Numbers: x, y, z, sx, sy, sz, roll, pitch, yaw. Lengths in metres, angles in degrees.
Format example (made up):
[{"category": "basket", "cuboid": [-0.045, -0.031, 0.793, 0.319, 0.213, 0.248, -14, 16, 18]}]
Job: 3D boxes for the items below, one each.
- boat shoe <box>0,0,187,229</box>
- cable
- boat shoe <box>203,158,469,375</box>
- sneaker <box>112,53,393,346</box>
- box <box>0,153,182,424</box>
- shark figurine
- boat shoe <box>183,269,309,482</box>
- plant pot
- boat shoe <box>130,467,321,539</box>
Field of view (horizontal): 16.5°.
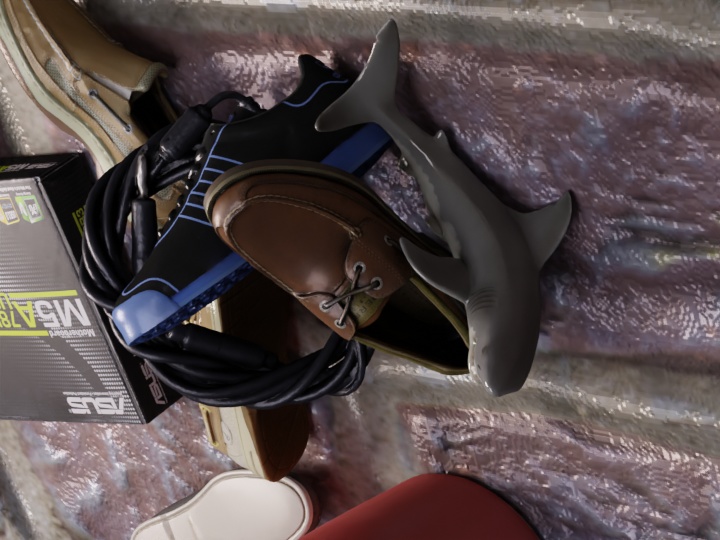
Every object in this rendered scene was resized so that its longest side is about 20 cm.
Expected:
[{"category": "boat shoe", "cuboid": [-0.152, -0.115, 1.563, 0.076, 0.072, 0.200, -28, 106, 36]}, {"category": "cable", "cuboid": [-0.075, 0.003, 1.509, 0.200, 0.163, 0.051, 52, 178, -2]}, {"category": "boat shoe", "cuboid": [0.000, 0.000, 1.413, 0.072, 0.200, 0.068, -46, 40, 26]}, {"category": "sneaker", "cuboid": [-0.078, -0.042, 1.460, 0.078, 0.200, 0.070, 50, 176, 5]}, {"category": "box", "cuboid": [-0.236, 0.016, 1.747, 0.200, 0.047, 0.194, -1, 116, 45]}, {"category": "shark figurine", "cuboid": [0.071, -0.037, 1.413, 0.089, 0.128, 0.215, -33, 76, 26]}, {"category": "boat shoe", "cuboid": [-0.086, 0.048, 1.607, 0.066, 0.074, 0.201, 14, 127, 32]}, {"category": "plant pot", "cuboid": [0.022, 0.233, 1.562, 0.200, 0.177, 0.201, 24, 133, 28]}, {"category": "boat shoe", "cuboid": [-0.084, 0.174, 1.726, 0.200, 0.057, 0.067, -24, 81, 46]}]
